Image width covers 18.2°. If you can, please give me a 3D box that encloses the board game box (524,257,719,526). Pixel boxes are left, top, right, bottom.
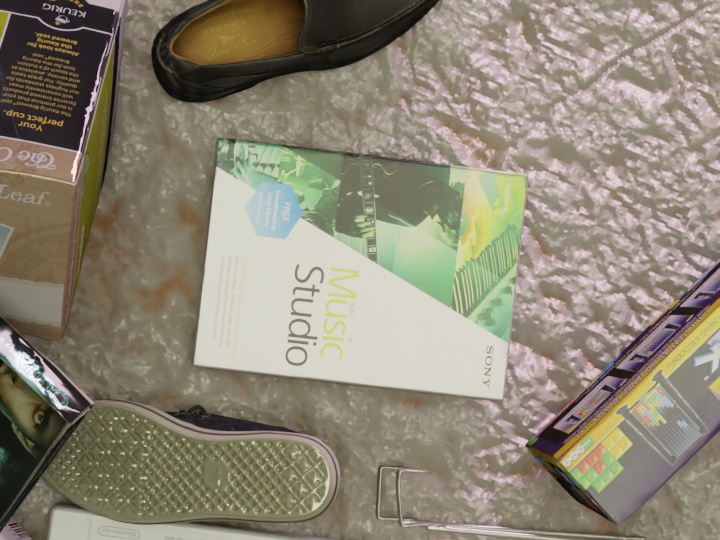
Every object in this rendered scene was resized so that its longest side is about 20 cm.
[{"bbox_3d":[0.196,0.061,1.351,0.200,0.165,0.057,-44,92,-2],"label":"board game box"}]

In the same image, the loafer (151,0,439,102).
[{"bbox_3d":[-0.033,-0.157,1.384,0.199,0.072,0.073,-25,90,-4],"label":"loafer"}]

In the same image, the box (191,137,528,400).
[{"bbox_3d":[0.000,0.000,1.404,0.199,0.036,0.145,6,90,-4],"label":"box"}]

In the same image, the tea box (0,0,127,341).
[{"bbox_3d":[-0.248,-0.087,1.297,0.199,0.134,0.197,11,45,-2],"label":"tea box"}]

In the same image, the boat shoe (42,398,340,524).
[{"bbox_3d":[-0.106,0.121,1.387,0.199,0.062,0.075,5,88,12],"label":"boat shoe"}]

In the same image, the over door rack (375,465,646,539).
[{"bbox_3d":[0.103,0.174,1.355,0.199,0.148,0.067,17,84,-4],"label":"over door rack"}]

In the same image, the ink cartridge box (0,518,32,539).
[{"bbox_3d":[-0.261,0.250,1.379,0.200,0.047,0.160,-45,83,8],"label":"ink cartridge box"}]

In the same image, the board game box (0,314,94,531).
[{"bbox_3d":[-0.244,0.089,1.278,0.135,0.200,0.028,42,43,3],"label":"board game box"}]

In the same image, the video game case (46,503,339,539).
[{"bbox_3d":[-0.107,0.249,1.403,0.199,0.024,0.183,8,89,-2],"label":"video game case"}]
